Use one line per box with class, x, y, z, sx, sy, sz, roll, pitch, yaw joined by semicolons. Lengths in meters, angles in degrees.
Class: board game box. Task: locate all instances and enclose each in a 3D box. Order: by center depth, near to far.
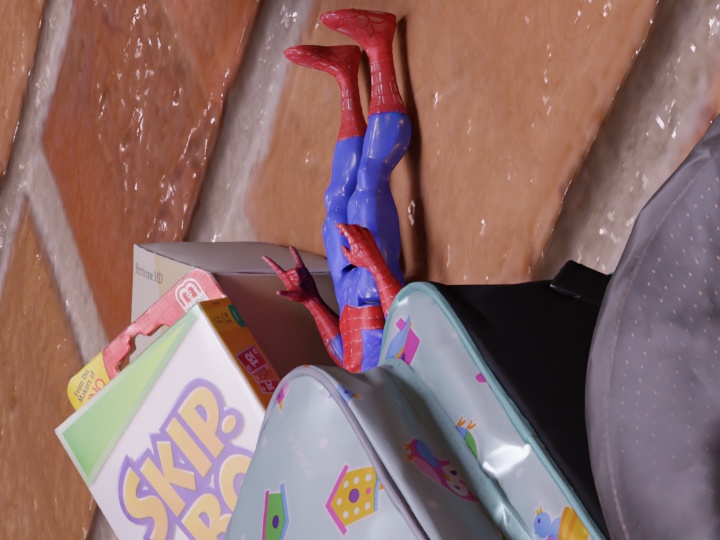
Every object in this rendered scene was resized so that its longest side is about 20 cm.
board game box;-0.047;0.104;0.850;0.096;0.030;0.200;-41;72;28

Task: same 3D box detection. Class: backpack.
backpack;0.043;0.122;0.647;0.176;0.153;0.200;53;143;43

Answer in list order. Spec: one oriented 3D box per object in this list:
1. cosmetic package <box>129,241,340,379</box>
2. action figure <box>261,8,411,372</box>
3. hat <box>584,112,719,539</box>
cosmetic package;-0.055;0.091;0.931;0.105;0.071;0.200;14;103;63
action figure;0.000;0.000;0.849;0.065;0.052;0.200;-30;66;57
hat;0.149;0.043;0.491;0.201;0.081;0.201;11;104;50
